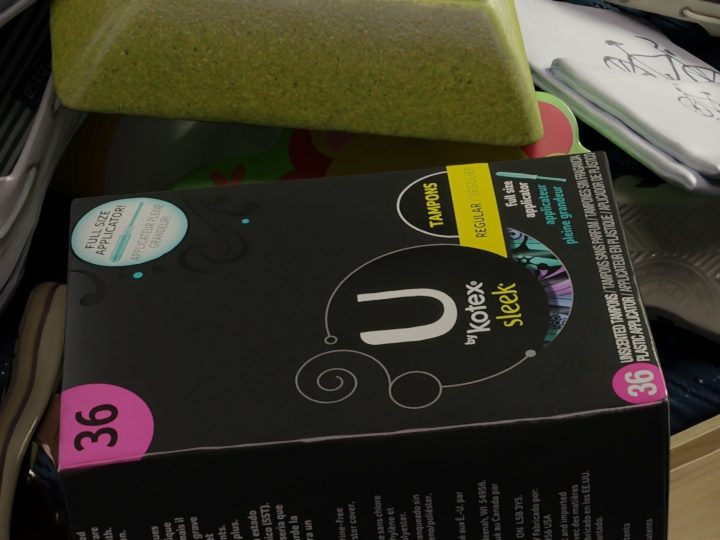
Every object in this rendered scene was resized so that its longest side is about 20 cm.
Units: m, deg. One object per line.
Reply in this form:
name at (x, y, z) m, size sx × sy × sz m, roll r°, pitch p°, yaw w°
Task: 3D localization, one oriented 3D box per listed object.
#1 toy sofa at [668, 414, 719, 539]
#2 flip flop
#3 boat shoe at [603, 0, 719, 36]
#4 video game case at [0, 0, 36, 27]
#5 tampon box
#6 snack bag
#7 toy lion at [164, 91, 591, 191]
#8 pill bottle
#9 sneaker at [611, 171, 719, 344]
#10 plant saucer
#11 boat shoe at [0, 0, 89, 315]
toy sofa at (0.120, 0.120, 0.932) m, size 0.199 × 0.098 × 0.083 m, roll -24°, pitch 36°, yaw -6°
flip flop at (-0.128, 0.089, 0.960) m, size 0.057 × 0.081 × 0.201 m, roll 18°, pitch 43°, yaw -9°
boat shoe at (0.183, -0.148, 1.201) m, size 0.199 × 0.063 × 0.071 m, roll 14°, pitch 41°, yaw -18°
video game case at (-0.137, -0.189, 0.988) m, size 0.182 × 0.023 × 0.201 m, roll -32°, pitch 47°, yaw 23°
tampon box at (0.000, 0.056, 0.849) m, size 0.199 × 0.127 × 0.150 m, roll -6°, pitch 37°, yaw -1°
snack bag at (0.142, -0.084, 1.098) m, size 0.188 × 0.021 × 0.200 m, roll 2°, pitch 29°, yaw -46°
toy lion at (0.000, 0.000, 0.988) m, size 0.199 × 0.069 × 0.193 m, roll 6°, pitch 81°, yaw 1°
pill bottle at (-0.112, -0.085, 1.079) m, size 0.199 × 0.112 × 0.112 m, roll 27°, pitch 52°, yaw 16°
sneaker at (0.134, -0.012, 1.081) m, size 0.199 × 0.075 × 0.085 m, roll 11°, pitch 11°, yaw -17°
plant saucer at (-0.027, -0.145, 0.980) m, size 0.199 × 0.048 × 0.200 m, roll 4°, pitch 49°, yaw -16°
boat shoe at (-0.166, -0.045, 0.997) m, size 0.073 × 0.067 × 0.201 m, roll 27°, pitch 93°, yaw 16°
